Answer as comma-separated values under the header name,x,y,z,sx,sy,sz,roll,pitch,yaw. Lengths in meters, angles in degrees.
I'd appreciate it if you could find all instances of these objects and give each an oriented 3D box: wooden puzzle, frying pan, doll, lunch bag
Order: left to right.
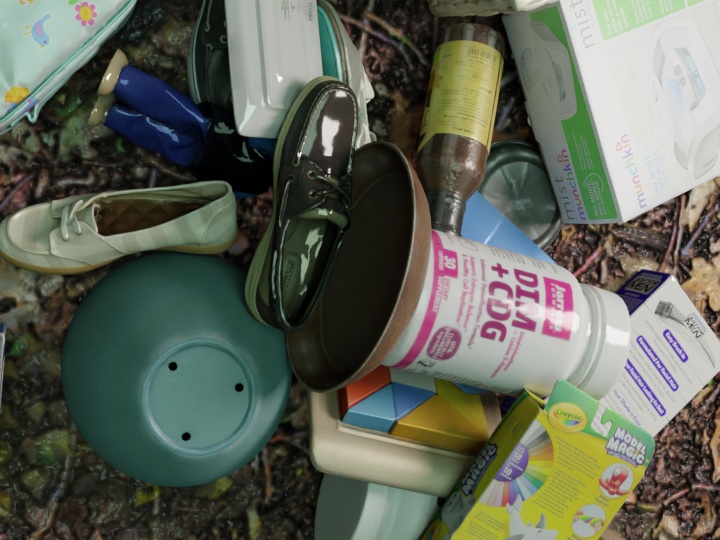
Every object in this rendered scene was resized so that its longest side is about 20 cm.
name,x,y,z,sx,sy,sz,roll,pitch,yaw
lunch bag,-0.278,-0.205,0.873,0.200,0.077,0.161,-44,107,-8
doll,-0.119,-0.108,0.919,0.198,0.137,0.049,25,50,-12
wooden puzzle,0.041,0.095,0.960,0.183,0.202,0.037,15,132,-18
frying pan,0.133,-0.026,1.046,0.114,0.031,0.193,15,88,-17

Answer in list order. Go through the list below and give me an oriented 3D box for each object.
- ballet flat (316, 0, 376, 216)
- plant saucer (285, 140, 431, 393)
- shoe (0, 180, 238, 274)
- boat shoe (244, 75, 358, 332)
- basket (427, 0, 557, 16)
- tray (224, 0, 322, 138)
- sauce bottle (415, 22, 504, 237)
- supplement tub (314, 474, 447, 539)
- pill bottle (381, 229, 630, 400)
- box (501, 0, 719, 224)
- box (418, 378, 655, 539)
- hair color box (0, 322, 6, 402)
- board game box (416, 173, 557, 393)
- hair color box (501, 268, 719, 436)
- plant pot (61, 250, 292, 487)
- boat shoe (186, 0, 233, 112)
name,x,y,z,sx,sy,sz,roll,pitch,yaw
ballet flat,-0.015,-0.132,0.978,0.063,0.067,0.203,-14,102,-43
plant saucer,0.000,0.000,0.882,0.034,0.200,0.203,17,91,-27
shoe,-0.196,-0.043,0.912,0.197,0.054,0.071,-6,56,-17
boat shoe,-0.033,-0.048,0.872,0.072,0.065,0.203,8,99,-34
basket,0.126,-0.285,0.928,0.134,0.200,0.125,-21,106,-14
tray,-0.063,-0.205,0.887,0.107,0.022,0.203,-3,88,-53
sauce bottle,0.082,-0.113,0.972,0.064,0.065,0.203,18,71,-18
supplement tub,0.073,0.220,0.993,0.198,0.140,0.142,19,90,-18
pill bottle,0.112,0.041,0.915,0.198,0.113,0.115,14,92,-19
box,0.244,-0.167,1.018,0.175,0.096,0.202,-23,102,-24
box,0.137,0.186,0.898,0.117,0.048,0.201,31,100,-20
hair color box,-0.384,0.088,0.880,0.197,0.060,0.102,4,94,-17
board game box,0.082,0.013,0.997,0.200,0.039,0.159,41,64,-8
hair color box,0.245,0.107,1.075,0.200,0.065,0.110,-42,105,-7
plant pot,-0.141,0.090,0.916,0.197,0.135,0.203,-2,96,-16
boat shoe,-0.103,-0.214,0.936,0.068,0.057,0.203,6,94,-18
